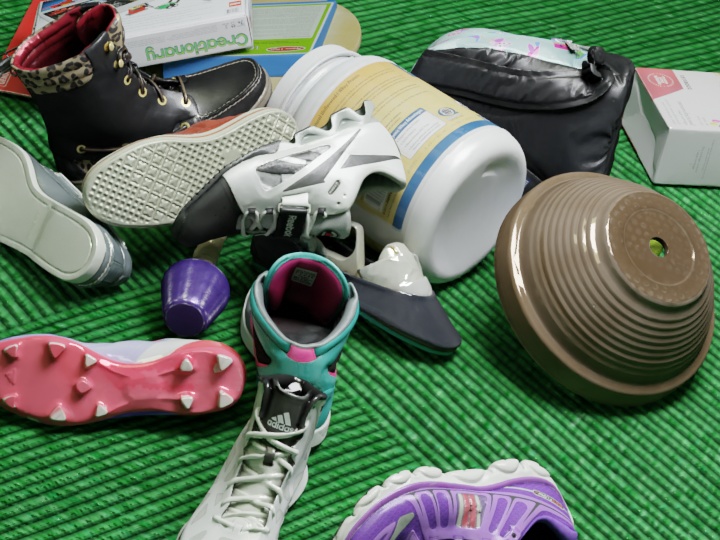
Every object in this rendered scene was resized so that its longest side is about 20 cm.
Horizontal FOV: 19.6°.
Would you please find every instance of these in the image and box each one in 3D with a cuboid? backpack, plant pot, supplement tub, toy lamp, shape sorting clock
[{"bbox_3d":[0.138,-0.143,1.905,0.199,0.168,0.127,15,14,9],"label":"backpack"},{"bbox_3d":[0.215,0.000,1.676,0.200,0.093,0.202,14,59,-24],"label":"plant pot"},{"bbox_3d":[0.026,-0.095,1.786,0.200,0.145,0.144,34,39,29],"label":"supplement tub"},{"bbox_3d":[-0.123,-0.015,1.700,0.058,0.058,0.200,12,35,0],"label":"toy lamp"},{"bbox_3d":[-0.098,-0.202,1.901,0.199,0.039,0.200,-5,29,3],"label":"shape sorting clock"}]

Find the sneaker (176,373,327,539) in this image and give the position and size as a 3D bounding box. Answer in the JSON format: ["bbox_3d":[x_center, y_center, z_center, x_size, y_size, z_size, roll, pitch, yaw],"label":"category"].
[{"bbox_3d":[-0.077,0.140,1.434,0.075,0.116,0.201,16,34,5],"label":"sneaker"}]

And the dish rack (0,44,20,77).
[{"bbox_3d":[-0.369,-0.138,1.722,0.153,0.055,0.200,-14,21,47],"label":"dish rack"}]

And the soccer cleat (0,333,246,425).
[{"bbox_3d":[-0.184,0.078,1.552,0.199,0.067,0.076,0,4,-8],"label":"soccer cleat"}]

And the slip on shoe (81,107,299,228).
[{"bbox_3d":[-0.142,-0.084,1.707,0.199,0.074,0.061,-24,16,-33],"label":"slip on shoe"}]

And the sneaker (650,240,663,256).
[{"bbox_3d":[0.170,-0.007,1.788,0.105,0.076,0.200,14,29,43],"label":"sneaker"}]

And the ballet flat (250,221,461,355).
[{"bbox_3d":[0.000,0.000,1.701,0.199,0.073,0.073,26,36,20],"label":"ballet flat"}]

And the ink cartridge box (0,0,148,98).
[{"bbox_3d":[-0.242,-0.215,1.967,0.175,0.045,0.200,12,33,-2],"label":"ink cartridge box"}]

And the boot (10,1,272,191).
[{"bbox_3d":[-0.184,-0.158,1.746,0.199,0.151,0.073,-23,45,1],"label":"boot"}]

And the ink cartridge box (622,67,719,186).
[{"bbox_3d":[0.367,-0.137,2.026,0.199,0.068,0.117,2,35,-15],"label":"ink cartridge box"}]

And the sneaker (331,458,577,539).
[{"bbox_3d":[0.068,0.185,1.453,0.199,0.081,0.084,-9,45,-30],"label":"sneaker"}]

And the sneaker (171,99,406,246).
[{"bbox_3d":[-0.052,-0.056,1.656,0.199,0.074,0.089,-28,76,-16],"label":"sneaker"}]

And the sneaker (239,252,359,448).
[{"bbox_3d":[-0.051,0.030,1.598,0.083,0.121,0.200,5,33,-12],"label":"sneaker"}]

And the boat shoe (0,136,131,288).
[{"bbox_3d":[-0.258,-0.045,1.709,0.200,0.073,0.062,37,10,38],"label":"boat shoe"}]

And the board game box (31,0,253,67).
[{"bbox_3d":[-0.197,-0.223,1.889,0.199,0.035,0.126,-10,29,2],"label":"board game box"}]
